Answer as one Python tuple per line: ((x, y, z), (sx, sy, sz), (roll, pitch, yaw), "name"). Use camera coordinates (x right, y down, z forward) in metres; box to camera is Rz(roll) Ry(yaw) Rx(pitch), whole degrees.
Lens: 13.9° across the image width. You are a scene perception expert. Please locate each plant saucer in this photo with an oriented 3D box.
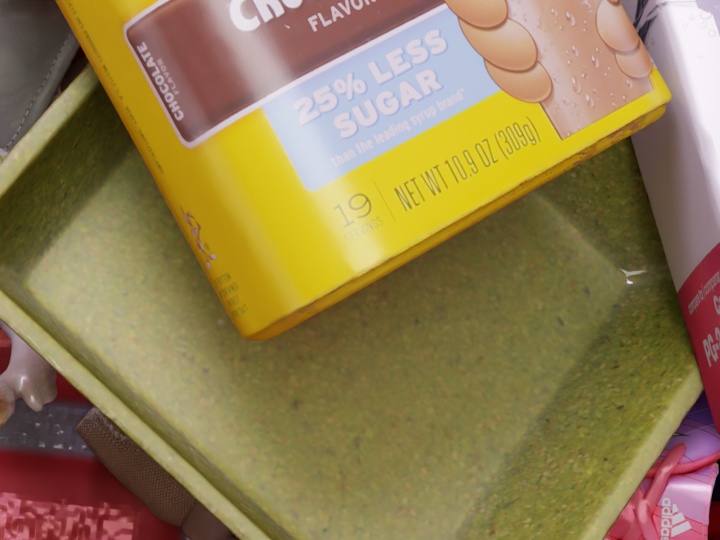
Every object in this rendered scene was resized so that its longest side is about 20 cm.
((0.000, 0.000, 0.853), (0.200, 0.048, 0.200), (43, 59, -9), "plant saucer")

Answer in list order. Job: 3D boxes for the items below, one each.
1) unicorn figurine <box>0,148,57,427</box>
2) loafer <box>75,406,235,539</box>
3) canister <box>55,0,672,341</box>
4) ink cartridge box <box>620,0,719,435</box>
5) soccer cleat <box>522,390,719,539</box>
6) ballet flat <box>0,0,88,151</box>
((-0.161, -0.020, 0.874), (0.199, 0.074, 0.138), (18, 35, -19), "unicorn figurine")
((-0.030, -0.014, 0.933), (0.067, 0.076, 0.201), (23, 78, -4), "loafer")
((-0.019, -0.099, 0.797), (0.148, 0.086, 0.201), (-29, 90, -31), "canister")
((0.150, -0.070, 0.852), (0.144, 0.084, 0.201), (-14, 79, -6), "ink cartridge box")
((0.068, 0.067, 0.903), (0.199, 0.073, 0.069), (-9, 111, -15), "soccer cleat")
((-0.075, -0.118, 0.959), (0.064, 0.067, 0.200), (42, 79, -22), "ballet flat")
